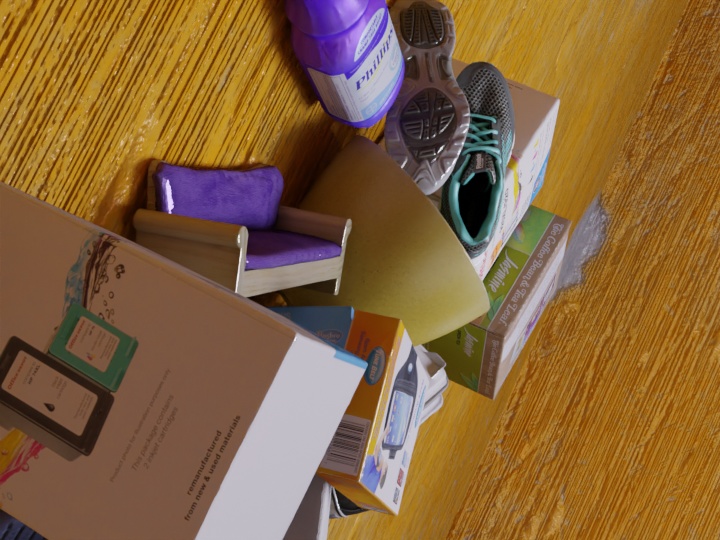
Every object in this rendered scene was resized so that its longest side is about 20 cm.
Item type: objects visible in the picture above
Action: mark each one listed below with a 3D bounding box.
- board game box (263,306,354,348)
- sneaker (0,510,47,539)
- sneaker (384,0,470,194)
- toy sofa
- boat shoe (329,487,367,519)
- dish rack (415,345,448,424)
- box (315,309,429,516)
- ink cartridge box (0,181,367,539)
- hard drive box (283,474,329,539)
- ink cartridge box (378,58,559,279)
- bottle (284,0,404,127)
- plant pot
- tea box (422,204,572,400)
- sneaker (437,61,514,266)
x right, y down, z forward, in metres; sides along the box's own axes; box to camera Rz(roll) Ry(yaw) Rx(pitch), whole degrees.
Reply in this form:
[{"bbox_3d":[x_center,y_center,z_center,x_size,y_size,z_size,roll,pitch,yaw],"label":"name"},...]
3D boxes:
[{"bbox_3d":[-0.063,0.081,0.840,0.200,0.152,0.041,67,25,-67],"label":"board game box"},{"bbox_3d":[-0.184,0.131,0.704,0.199,0.083,0.074,-18,163,-47],"label":"sneaker"},{"bbox_3d":[0.059,-0.152,0.946,0.099,0.077,0.201,96,-3,-66],"label":"sneaker"},{"bbox_3d":[-0.080,-0.026,0.743,0.200,0.082,0.098,-11,112,-69],"label":"toy sofa"},{"bbox_3d":[-0.026,0.151,1.031,0.071,0.063,0.201,-9,84,-75],"label":"boat shoe"},{"bbox_3d":[0.012,0.087,1.032,0.044,0.172,0.200,-47,170,25],"label":"dish rack"},{"bbox_3d":[0.016,0.120,0.783,0.200,0.041,0.120,59,44,-66],"label":"box"},{"bbox_3d":[-0.128,0.065,0.558,0.147,0.199,0.147,-64,162,-3],"label":"ink cartridge box"},{"bbox_3d":[-0.065,0.212,0.778,0.201,0.076,0.157,-84,179,-48],"label":"hard drive box"},{"bbox_3d":[0.108,-0.103,1.115,0.200,0.144,0.148,-54,159,-32],"label":"ink cartridge box"},{"bbox_3d":[-0.015,-0.187,0.786,0.084,0.065,0.200,-61,162,-11],"label":"bottle"},{"bbox_3d":[0.000,0.000,0.914,0.142,0.200,0.200,-37,157,-6],"label":"plant pot"},{"bbox_3d":[0.123,0.011,1.215,0.200,0.196,0.134,-55,159,-33],"label":"tea box"},{"bbox_3d":[0.113,-0.102,0.946,0.091,0.077,0.201,143,-48,-84],"label":"sneaker"}]
